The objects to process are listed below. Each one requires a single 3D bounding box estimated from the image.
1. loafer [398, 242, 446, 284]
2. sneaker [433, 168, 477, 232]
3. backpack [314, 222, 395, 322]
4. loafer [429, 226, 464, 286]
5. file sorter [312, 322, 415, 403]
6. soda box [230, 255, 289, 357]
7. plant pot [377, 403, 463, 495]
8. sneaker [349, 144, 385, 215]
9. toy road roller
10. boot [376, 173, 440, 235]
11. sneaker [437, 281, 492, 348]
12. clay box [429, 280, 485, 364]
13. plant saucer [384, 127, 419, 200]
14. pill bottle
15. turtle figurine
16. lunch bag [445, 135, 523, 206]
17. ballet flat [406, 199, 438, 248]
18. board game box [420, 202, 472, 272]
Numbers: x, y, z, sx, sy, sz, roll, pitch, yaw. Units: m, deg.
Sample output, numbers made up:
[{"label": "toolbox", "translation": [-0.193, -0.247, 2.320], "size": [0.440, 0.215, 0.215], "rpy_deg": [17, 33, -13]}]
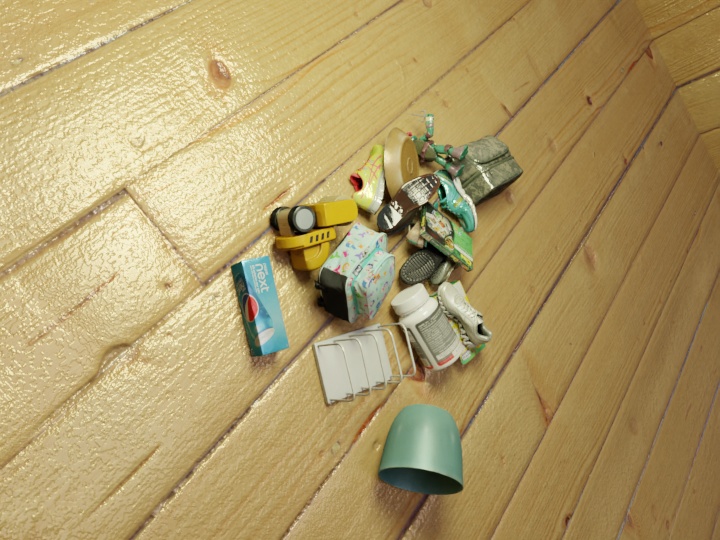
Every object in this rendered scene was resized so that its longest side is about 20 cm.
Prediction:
[{"label": "loafer", "translation": [0.169, -0.021, 1.491], "size": [0.199, 0.071, 0.073], "rpy_deg": [-36, 89, -31]}, {"label": "sneaker", "translation": [0.261, -0.192, 1.599], "size": [0.079, 0.077, 0.202], "rpy_deg": [-31, 89, -26]}, {"label": "backpack", "translation": [0.000, 0.000, 1.302], "size": [0.148, 0.179, 0.202], "rpy_deg": [17, 56, 17]}, {"label": "loafer", "translation": [0.255, -0.031, 1.553], "size": [0.069, 0.075, 0.202], "rpy_deg": [41, 60, -17]}, {"label": "file sorter", "translation": [0.014, 0.210, 1.304], "size": [0.197, 0.124, 0.142], "rpy_deg": [-13, 89, -37]}, {"label": "soda box", "translation": [-0.215, 0.077, 1.204], "size": [0.067, 0.064, 0.204], "rpy_deg": [-12, 87, -36]}, {"label": "plant pot", "translation": [0.148, 0.414, 1.323], "size": [0.199, 0.199, 0.163], "rpy_deg": [31, 51, -26]}, {"label": "sneaker", "translation": [0.020, -0.244, 1.431], "size": [0.089, 0.078, 0.203], "rpy_deg": [15, 61, -11]}, {"label": "toy road roller", "translation": [-0.101, -0.085, 1.288], "size": [0.197, 0.122, 0.149], "rpy_deg": [-18, 104, -33]}, {"label": "boot", "translation": [0.118, -0.165, 1.433], "size": [0.199, 0.097, 0.075], "rpy_deg": [-39, 79, -8]}, {"label": "sneaker", "translation": [0.276, 0.112, 1.479], "size": [0.075, 0.081, 0.201], "rpy_deg": [-43, 104, -31]}, {"label": "clay box", "translation": [0.262, 0.143, 1.540], "size": [0.114, 0.047, 0.203], "rpy_deg": [-27, 97, -35]}, {"label": "plant saucer", "translation": [0.114, -0.269, 1.464], "size": [0.199, 0.035, 0.205], "rpy_deg": [0, 90, -66]}, {"label": "pill bottle", "translation": [0.168, 0.142, 1.432], "size": [0.114, 0.113, 0.202], "rpy_deg": [-39, 104, -34]}, {"label": "turtle figurine", "translation": [0.196, -0.340, 1.549], "size": [0.199, 0.150, 0.101], "rpy_deg": [35, 76, 20]}, {"label": "lunch bag", "translation": [0.352, -0.299, 1.644], "size": [0.198, 0.139, 0.169], "rpy_deg": [-28, 81, -36]}, {"label": "ballet flat", "translation": [0.162, -0.135, 1.505], "size": [0.201, 0.066, 0.069], "rpy_deg": [-64, 160, -52]}, {"label": "board game box", "translation": [0.228, -0.088, 1.476], "size": [0.199, 0.023, 0.106], "rpy_deg": [34, 45, -32]}]
